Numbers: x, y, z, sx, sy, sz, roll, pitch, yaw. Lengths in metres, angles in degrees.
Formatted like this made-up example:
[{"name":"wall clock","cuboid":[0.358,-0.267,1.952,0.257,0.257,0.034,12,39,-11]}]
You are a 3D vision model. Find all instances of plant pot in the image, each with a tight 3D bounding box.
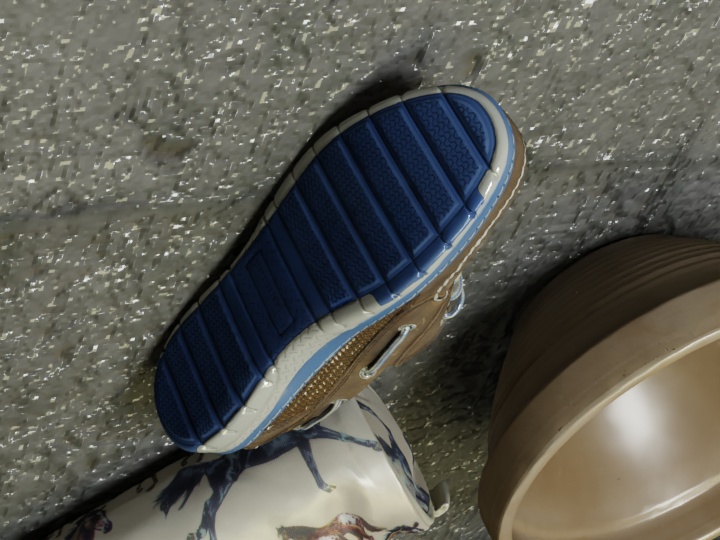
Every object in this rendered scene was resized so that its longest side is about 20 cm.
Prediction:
[{"name":"plant pot","cuboid":[0.134,0.050,0.871,0.200,0.093,0.201,-19,145,-14]}]

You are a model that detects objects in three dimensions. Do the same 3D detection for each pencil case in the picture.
[{"name":"pencil case","cuboid":[-0.061,0.123,0.830,0.200,0.078,0.090,-30,126,0]}]

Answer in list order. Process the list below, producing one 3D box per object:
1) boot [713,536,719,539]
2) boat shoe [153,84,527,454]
[{"name":"boot","cuboid":[0.183,0.191,1.106,0.168,0.077,0.200,-23,140,-3]},{"name":"boat shoe","cuboid":[0.000,0.000,0.735,0.072,0.072,0.200,4,144,-47]}]
